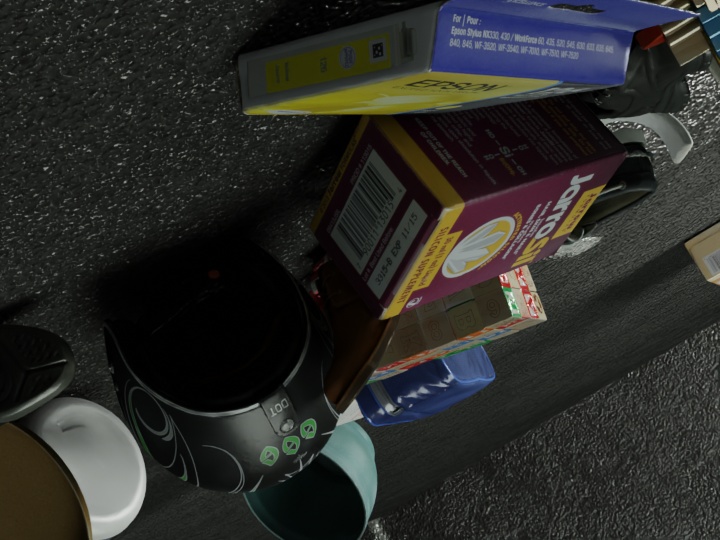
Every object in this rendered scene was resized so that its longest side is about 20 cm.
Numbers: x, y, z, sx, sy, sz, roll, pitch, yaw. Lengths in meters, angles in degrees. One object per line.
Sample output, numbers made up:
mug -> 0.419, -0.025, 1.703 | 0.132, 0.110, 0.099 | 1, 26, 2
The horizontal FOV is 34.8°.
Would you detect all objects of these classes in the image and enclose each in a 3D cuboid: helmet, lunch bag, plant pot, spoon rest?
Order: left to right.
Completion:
plant pot -> -0.314, 0.210, 1.014 | 0.200, 0.200, 0.027 | -36, 180, 29
helmet -> -0.108, 0.085, 0.945 | 0.200, 0.200, 0.191 | -23, 152, -11
plant pot -> -0.058, 0.293, 1.684 | 0.200, 0.200, 0.134 | -39, -174, 37
lunch bag -> 0.048, 0.100, 1.306 | 0.132, 0.136, 0.200 | -33, 162, 19
spoon rest -> 0.197, -0.114, 1.050 | 0.200, 0.061, 0.099 | -9, 159, -9

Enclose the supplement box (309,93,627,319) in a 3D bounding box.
supplement box -> 0.081, -0.061, 0.875 | 0.200, 0.103, 0.131 | -20, 151, -36

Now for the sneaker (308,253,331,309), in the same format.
sneaker -> 0.000, 0.000, 1.045 | 0.087, 0.074, 0.200 | -19, 162, -20

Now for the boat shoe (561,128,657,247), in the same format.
boat shoe -> 0.182, -0.053, 1.027 | 0.076, 0.060, 0.200 | -1, 156, -30

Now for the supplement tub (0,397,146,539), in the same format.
supplement tub -> -0.320, 0.227, 1.122 | 0.200, 0.145, 0.144 | -37, 161, 31

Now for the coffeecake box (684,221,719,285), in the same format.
coffeecake box -> 0.621, -0.045, 1.843 | 0.153, 0.073, 0.200 | -34, 163, 20

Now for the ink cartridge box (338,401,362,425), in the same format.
ink cartridge box -> -0.033, 0.153, 1.463 | 0.200, 0.067, 0.117 | -13, 158, -36

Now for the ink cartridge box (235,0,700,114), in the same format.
ink cartridge box -> 0.066, -0.123, 0.681 | 0.200, 0.047, 0.198 | 0, -176, 43

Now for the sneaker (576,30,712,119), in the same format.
sneaker -> 0.211, -0.163, 0.881 | 0.091, 0.076, 0.200 | -17, 159, 1

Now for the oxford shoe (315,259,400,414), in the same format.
oxford shoe -> -0.008, 0.031, 0.891 | 0.071, 0.071, 0.200 | -56, -169, 36

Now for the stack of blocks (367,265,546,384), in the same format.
stack of blocks -> 0.064, 0.054, 1.099 | 0.200, 0.059, 0.115 | -23, 168, 21

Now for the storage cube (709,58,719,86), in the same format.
storage cube -> 0.395, -0.173, 0.942 | 0.180, 0.171, 0.200 | -31, 163, 16

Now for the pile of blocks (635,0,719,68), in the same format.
pile of blocks -> 0.198, -0.169, 0.724 | 0.062, 0.082, 0.200 | -30, 141, 18

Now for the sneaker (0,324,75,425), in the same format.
sneaker -> -0.301, 0.101, 0.899 | 0.199, 0.076, 0.114 | -26, 166, 8
